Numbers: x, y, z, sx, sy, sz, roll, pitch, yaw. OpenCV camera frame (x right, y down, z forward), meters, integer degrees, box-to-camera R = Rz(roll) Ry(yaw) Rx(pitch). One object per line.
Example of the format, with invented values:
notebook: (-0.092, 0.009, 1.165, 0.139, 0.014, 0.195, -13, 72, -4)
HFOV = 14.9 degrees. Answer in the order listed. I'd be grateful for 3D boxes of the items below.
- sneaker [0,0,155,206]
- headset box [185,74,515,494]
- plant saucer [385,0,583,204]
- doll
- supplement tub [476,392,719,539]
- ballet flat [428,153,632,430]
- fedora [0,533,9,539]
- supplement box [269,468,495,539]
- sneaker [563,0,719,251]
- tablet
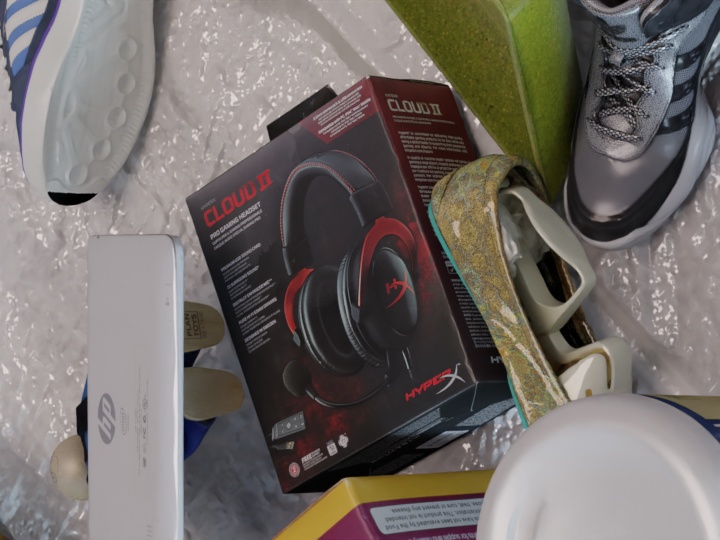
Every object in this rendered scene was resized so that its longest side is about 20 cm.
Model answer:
sneaker: (-0.193, -0.149, 1.647, 0.146, 0.081, 0.200, 19, 103, 46)
headset box: (0.000, 0.000, 1.478, 0.149, 0.075, 0.200, -31, 69, 35)
plant saucer: (0.050, -0.158, 1.404, 0.048, 0.200, 0.200, -32, 63, -7)
doll: (-0.127, 0.081, 1.561, 0.200, 0.048, 0.137, -45, 57, 55)
supplement tub: (0.162, 0.129, 1.262, 0.144, 0.200, 0.145, -2, 86, 38)
ballet flat: (0.100, 0.032, 1.389, 0.071, 0.071, 0.200, -31, 79, 33)
fedora: (-0.250, 0.205, 1.663, 0.200, 0.082, 0.201, 2, 94, 36)
supplement box: (0.044, 0.210, 1.398, 0.103, 0.131, 0.200, -43, 62, 30)
sneaker: (0.131, -0.106, 1.351, 0.075, 0.114, 0.200, 26, 103, 29)
tablet: (-0.123, 0.081, 1.483, 0.130, 0.014, 0.200, 1, 91, 64)
